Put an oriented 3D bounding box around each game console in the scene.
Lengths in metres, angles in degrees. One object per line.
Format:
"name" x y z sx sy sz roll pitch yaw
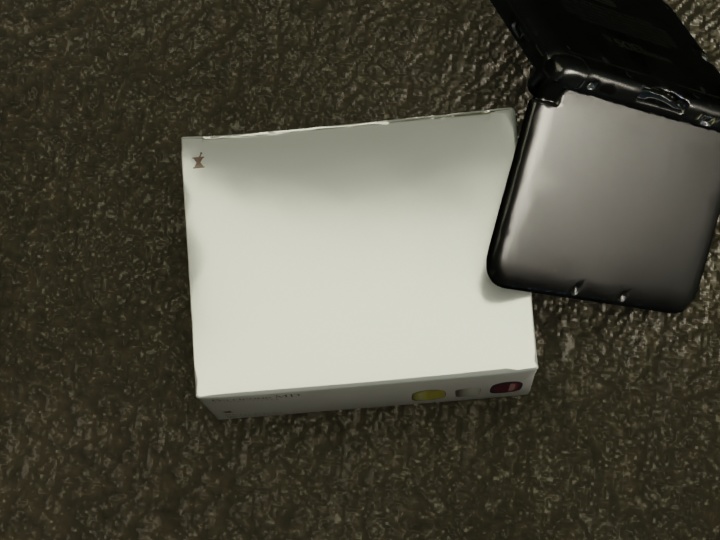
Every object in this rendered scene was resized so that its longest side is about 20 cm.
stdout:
"game console" 0.132 -0.084 1.072 0.117 0.199 0.177 -48 54 28

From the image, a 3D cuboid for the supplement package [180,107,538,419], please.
"supplement package" 0.000 0.000 1.080 0.198 0.111 0.157 -5 78 2
